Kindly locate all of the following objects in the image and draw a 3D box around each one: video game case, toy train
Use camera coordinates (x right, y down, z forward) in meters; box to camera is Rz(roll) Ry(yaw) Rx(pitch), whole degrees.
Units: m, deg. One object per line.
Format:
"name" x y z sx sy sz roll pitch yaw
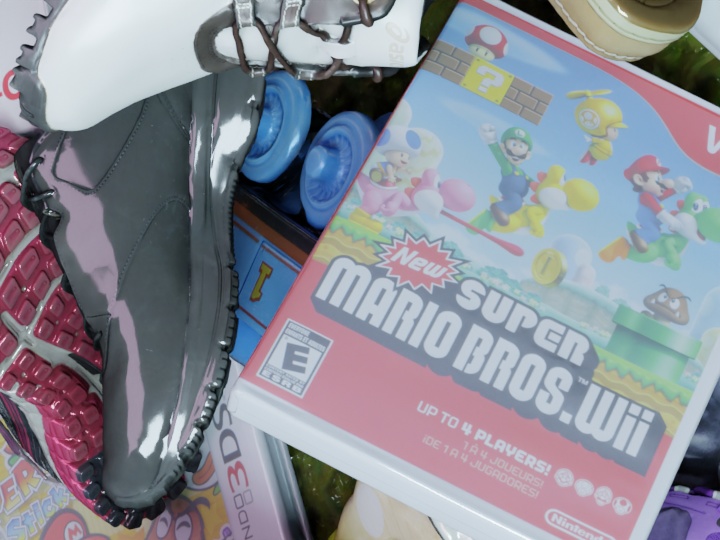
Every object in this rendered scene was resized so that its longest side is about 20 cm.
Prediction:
"video game case" 0.060 0.002 0.903 0.143 0.200 0.017 26 145 5
"toy train" 0.000 0.000 1.010 0.200 0.086 0.115 36 105 55
"video game case" -0.103 0.129 1.148 0.200 0.023 0.183 -28 70 34

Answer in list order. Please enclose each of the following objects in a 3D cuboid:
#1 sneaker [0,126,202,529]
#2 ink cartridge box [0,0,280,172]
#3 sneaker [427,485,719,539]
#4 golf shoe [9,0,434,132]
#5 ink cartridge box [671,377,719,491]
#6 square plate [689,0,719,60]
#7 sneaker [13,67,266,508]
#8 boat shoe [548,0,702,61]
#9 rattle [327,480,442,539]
"sneaker" -0.136 0.024 1.060 0.075 0.081 0.201 25 147 40
"ink cartridge box" -0.139 -0.129 1.116 0.147 0.144 0.201 -19 75 37
"sneaker" 0.105 0.099 0.902 0.200 0.081 0.084 34 96 16
"golf shoe" -0.027 -0.098 0.920 0.200 0.078 0.095 -36 70 -7
"ink cartridge box" 0.105 0.099 0.971 0.200 0.043 0.199 -47 61 28
"square plate" 0.211 -0.116 0.909 0.200 0.028 0.198 50 117 30
"sneaker" -0.086 -0.012 0.977 0.076 0.090 0.201 124 152 -73
"boat shoe" 0.068 -0.144 0.996 0.066 0.074 0.201 -54 40 35
"rattle" 0.011 0.171 0.966 0.130 0.142 0.200 -53 52 37
